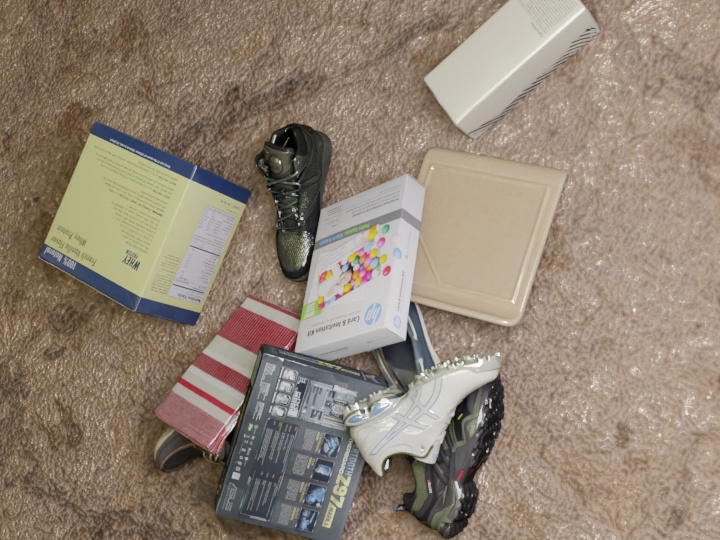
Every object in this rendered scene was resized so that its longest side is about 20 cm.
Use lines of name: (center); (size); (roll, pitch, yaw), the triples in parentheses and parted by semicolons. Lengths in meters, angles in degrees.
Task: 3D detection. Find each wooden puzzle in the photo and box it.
wooden puzzle: (0.132, -0.042, 1.241); (0.183, 0.037, 0.203); (14, 74, 30)

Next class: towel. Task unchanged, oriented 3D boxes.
towel: (-0.160, 0.125, 1.323); (0.143, 0.023, 0.201); (19, 65, 49)

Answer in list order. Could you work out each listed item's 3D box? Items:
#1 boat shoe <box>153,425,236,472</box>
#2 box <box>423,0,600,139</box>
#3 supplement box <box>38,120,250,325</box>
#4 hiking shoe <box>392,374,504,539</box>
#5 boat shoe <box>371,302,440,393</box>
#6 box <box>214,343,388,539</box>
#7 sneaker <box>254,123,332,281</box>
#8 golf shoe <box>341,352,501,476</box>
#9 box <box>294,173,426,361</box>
boat shoe: (-0.182, 0.210, 1.347); (0.199, 0.074, 0.074); (-36, 65, 19)
box: (0.178, -0.255, 1.251); (0.199, 0.068, 0.083); (-39, 64, 16)
supplement box: (-0.291, -0.062, 1.427); (0.198, 0.134, 0.203); (24, 91, 30)
hiking shoe: (0.096, 0.194, 1.197); (0.099, 0.076, 0.203); (18, 89, 27)
boat shoe: (0.037, 0.078, 1.261); (0.074, 0.062, 0.202); (-32, 65, 24)
box: (-0.070, 0.204, 1.236); (0.155, 0.051, 0.203); (16, 97, -12)
sneaker: (-0.092, -0.091, 1.339); (0.075, 0.114, 0.203); (3, 83, 30)
golf shoe: (0.079, 0.157, 1.157); (0.198, 0.078, 0.099); (-29, 80, 26)
box: (0.000, 0.000, 1.254); (0.155, 0.041, 0.203); (-18, 53, 43)
